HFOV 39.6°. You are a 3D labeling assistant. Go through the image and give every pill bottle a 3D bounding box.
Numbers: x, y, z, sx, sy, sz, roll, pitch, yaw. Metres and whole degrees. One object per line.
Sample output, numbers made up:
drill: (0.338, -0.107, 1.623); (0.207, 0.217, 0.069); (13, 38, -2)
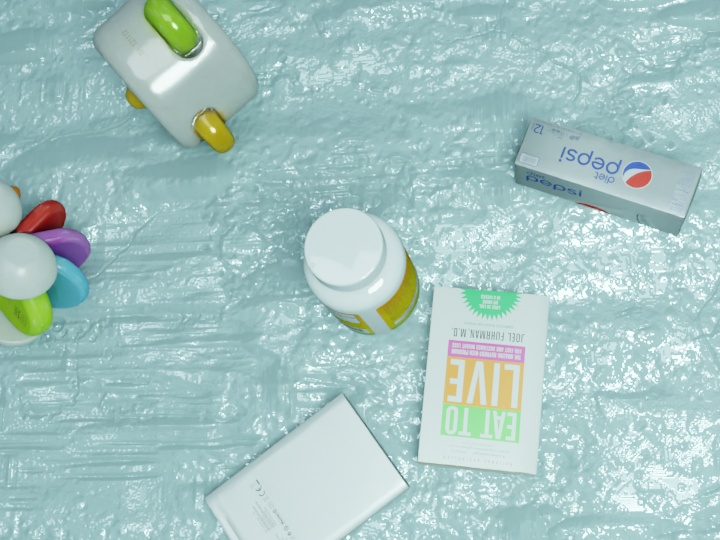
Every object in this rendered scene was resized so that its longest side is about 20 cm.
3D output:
pill bottle: (0.000, 0.000, 1.098); (0.111, 0.200, 0.112); (-3, 75, 10)

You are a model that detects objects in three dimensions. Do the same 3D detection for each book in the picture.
book: (0.140, 0.123, 1.125); (0.133, 0.048, 0.201); (4, 75, 8)

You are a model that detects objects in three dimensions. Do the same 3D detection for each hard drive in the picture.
hard drive: (-0.062, 0.253, 1.135); (0.200, 0.026, 0.132); (-37, 72, 0)

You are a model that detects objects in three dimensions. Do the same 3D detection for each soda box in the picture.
soda box: (0.279, -0.107, 1.142); (0.199, 0.068, 0.064); (20, 79, 15)

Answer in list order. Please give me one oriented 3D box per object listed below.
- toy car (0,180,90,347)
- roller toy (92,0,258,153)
toy car: (-0.408, -0.018, 1.220); (0.150, 0.175, 0.200); (-24, 68, -35)
roller toy: (-0.227, -0.246, 1.217); (0.140, 0.200, 0.182); (-41, 37, -2)
